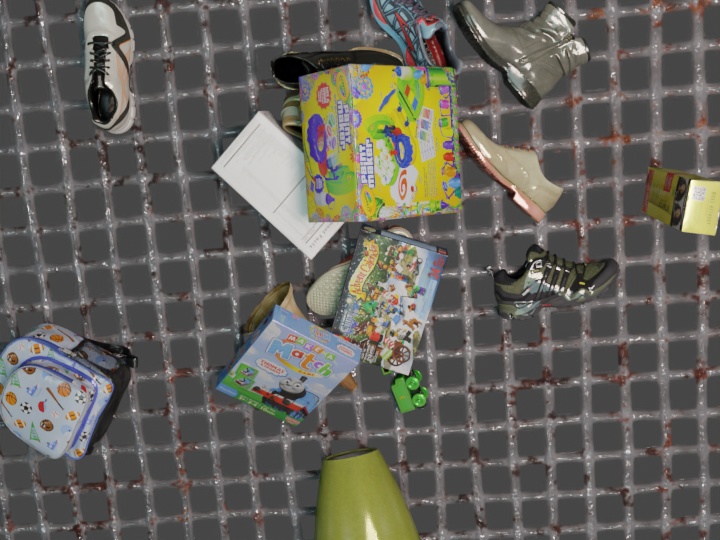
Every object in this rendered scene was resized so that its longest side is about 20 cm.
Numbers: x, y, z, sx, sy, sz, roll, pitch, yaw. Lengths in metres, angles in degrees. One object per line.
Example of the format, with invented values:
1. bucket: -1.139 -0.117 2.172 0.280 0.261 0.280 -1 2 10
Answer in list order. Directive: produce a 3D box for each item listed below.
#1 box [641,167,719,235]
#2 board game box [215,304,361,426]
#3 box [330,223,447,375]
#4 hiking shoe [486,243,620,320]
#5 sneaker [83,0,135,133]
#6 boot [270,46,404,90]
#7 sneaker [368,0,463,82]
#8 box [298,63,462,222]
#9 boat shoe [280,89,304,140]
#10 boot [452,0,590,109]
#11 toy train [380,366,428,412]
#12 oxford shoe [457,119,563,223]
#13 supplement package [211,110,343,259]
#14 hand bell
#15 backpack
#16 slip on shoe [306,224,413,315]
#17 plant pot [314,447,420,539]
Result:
1. box: 0.457 -0.103 1.309 0.049 0.200 0.077 7 102 1
2. board game box: -0.113 0.150 1.402 0.150 0.037 0.200 28 130 -16
3. box: 0.038 0.045 1.381 0.135 0.038 0.203 16 108 -2
4. hiking shoe: 0.295 0.005 1.400 0.197 0.076 0.102 -18 103 7
5. sneaker: -0.378 -0.307 1.368 0.072 0.080 0.203 -6 99 5
6. boot: -0.033 -0.285 1.326 0.197 0.138 0.079 -5 101 2
7. sneaker: 0.089 -0.357 1.322 0.079 0.095 0.201 -38 104 -23
8. box: 0.030 -0.174 1.268 0.191 0.121 0.203 -7 96 -38
9. boat shoe: -0.028 -0.191 1.355 0.197 0.077 0.072 19 143 -15
10. boot: 0.238 -0.350 1.347 0.131 0.068 0.200 -43 104 4
11. toy train: 0.052 0.132 1.454 0.056 0.042 0.202 -19 100 17
12. oxford shoe: 0.222 -0.164 1.379 0.200 0.071 0.074 43 95 -16
13. supplement package: -0.107 -0.130 1.373 0.200 0.110 0.114 43 99 -6
14. hand bell: -0.076 0.121 1.446 0.104 0.104 0.200 -44 109 9
15. backpack: -0.481 0.186 1.437 0.189 0.154 0.202 31 104 7
16. slip on shoe: 0.000 0.000 1.420 0.199 0.061 0.074 -39 104 13
17. plant pot: 0.002 0.391 1.450 0.184 0.187 0.203 -11 85 4
